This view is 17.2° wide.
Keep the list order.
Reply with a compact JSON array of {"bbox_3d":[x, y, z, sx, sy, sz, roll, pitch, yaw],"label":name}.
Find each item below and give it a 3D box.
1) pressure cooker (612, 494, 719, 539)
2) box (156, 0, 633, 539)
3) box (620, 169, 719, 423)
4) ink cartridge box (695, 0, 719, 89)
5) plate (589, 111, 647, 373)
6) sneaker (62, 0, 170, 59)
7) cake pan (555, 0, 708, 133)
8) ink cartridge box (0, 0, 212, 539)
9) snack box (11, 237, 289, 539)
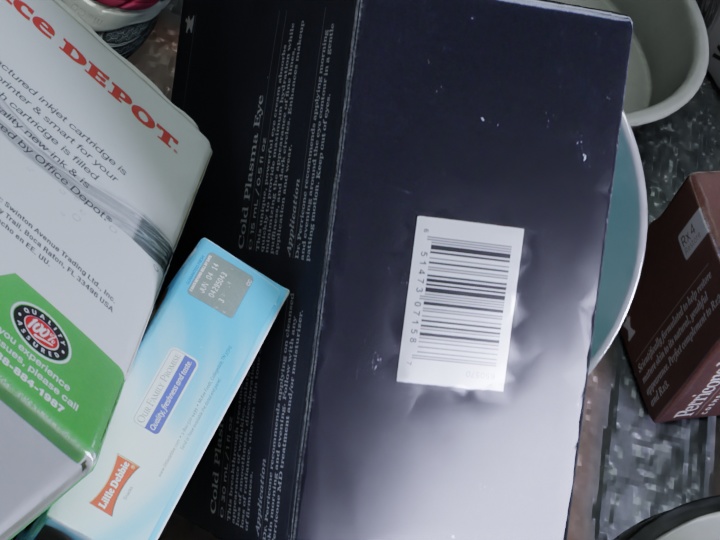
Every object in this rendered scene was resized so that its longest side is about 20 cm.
[{"bbox_3d":[0.127,0.176,0.827,0.179,0.200,0.176,11,56,-12],"label":"pressure cooker"},{"bbox_3d":[0.000,0.000,0.853,0.104,0.182,0.200,6,93,-23],"label":"box"},{"bbox_3d":[0.220,0.004,1.025,0.200,0.100,0.075,-4,60,-19],"label":"box"},{"bbox_3d":[0.199,-0.169,1.098,0.083,0.147,0.200,-16,65,-25],"label":"ink cartridge box"},{"bbox_3d":[0.016,-0.022,0.965,0.200,0.026,0.200,0,91,8],"label":"plate"},{"bbox_3d":[-0.108,-0.145,1.012,0.081,0.075,0.200,33,27,-9],"label":"sneaker"},{"bbox_3d":[0.059,-0.122,1.063,0.200,0.037,0.200,16,40,-15],"label":"cake pan"},{"bbox_3d":[-0.139,-0.018,0.756,0.147,0.083,0.200,42,27,-15],"label":"ink cartridge box"},{"bbox_3d":[-0.095,0.083,0.813,0.037,0.200,0.116,32,54,-6],"label":"snack box"}]
